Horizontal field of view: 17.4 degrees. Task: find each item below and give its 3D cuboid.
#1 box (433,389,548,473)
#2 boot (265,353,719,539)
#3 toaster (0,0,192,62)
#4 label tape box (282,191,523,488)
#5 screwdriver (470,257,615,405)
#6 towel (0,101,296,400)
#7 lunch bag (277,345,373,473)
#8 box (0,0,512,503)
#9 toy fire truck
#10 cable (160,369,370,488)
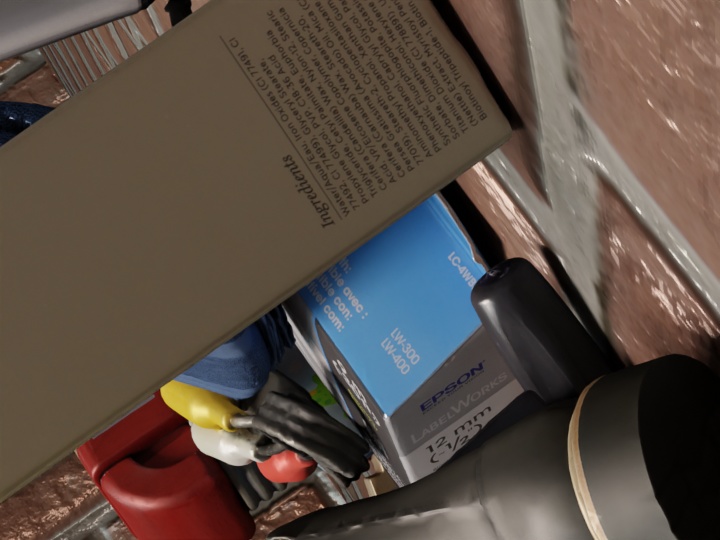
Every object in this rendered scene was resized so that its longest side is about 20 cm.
[{"bbox_3d":[0.090,0.165,0.739,0.200,0.104,0.182,45,171,21],"label":"box"},{"bbox_3d":[0.071,0.130,0.627,0.077,0.138,0.201,-27,-86,-52],"label":"boot"},{"bbox_3d":[-0.135,-0.157,0.705,0.181,0.118,0.201,93,153,-74],"label":"toaster"},{"bbox_3d":[0.000,0.000,0.898,0.144,0.066,0.200,54,175,26],"label":"label tape box"},{"bbox_3d":[0.099,0.078,0.740,0.200,0.028,0.029,52,146,-11],"label":"screwdriver"},{"bbox_3d":[-0.085,-0.006,0.830,0.111,0.049,0.200,15,167,7],"label":"towel"},{"bbox_3d":[-0.046,-0.007,1.151,0.200,0.082,0.161,53,174,35],"label":"lunch bag"},{"bbox_3d":[-0.062,-0.014,0.657,0.082,0.199,0.068,57,175,-8],"label":"box"},{"bbox_3d":[-0.040,0.105,1.248,0.200,0.175,0.129,51,171,39],"label":"toy fire truck"},{"bbox_3d":[-0.029,0.077,0.983,0.097,0.050,0.200,37,178,-16],"label":"cable"}]
